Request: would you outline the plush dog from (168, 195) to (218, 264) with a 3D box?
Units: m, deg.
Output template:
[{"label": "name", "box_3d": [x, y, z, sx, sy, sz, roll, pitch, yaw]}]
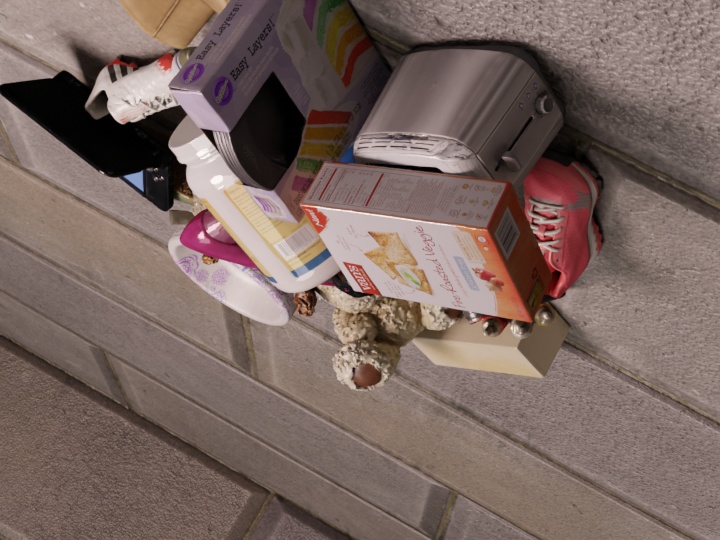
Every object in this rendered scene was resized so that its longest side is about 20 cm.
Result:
[{"label": "plush dog", "box_3d": [-0.131, -0.109, 1.515, 0.199, 0.161, 0.172, 30, 136, 5]}]

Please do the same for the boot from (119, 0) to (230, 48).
[{"label": "boot", "box_3d": [-0.152, -0.265, 1.310, 0.176, 0.066, 0.200, 50, 155, -11]}]

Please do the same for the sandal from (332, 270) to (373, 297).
[{"label": "sandal", "box_3d": [0.001, 0.000, 1.441, 0.075, 0.048, 0.200, 30, -170, -2]}]

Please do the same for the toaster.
[{"label": "toaster", "box_3d": [0.080, -0.128, 1.189, 0.199, 0.130, 0.114, 10, 149, 45]}]

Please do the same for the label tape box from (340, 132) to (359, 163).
[{"label": "label tape box", "box_3d": [0.056, -0.064, 1.332, 0.066, 0.144, 0.200, -24, 126, 31]}]

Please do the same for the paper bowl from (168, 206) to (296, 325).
[{"label": "paper bowl", "box_3d": [-0.158, -0.021, 1.789, 0.199, 0.105, 0.201, 27, 158, 11]}]

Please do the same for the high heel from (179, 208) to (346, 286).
[{"label": "high heel", "box_3d": [-0.106, -0.023, 1.474, 0.199, 0.068, 0.096, 31, 141, -34]}]

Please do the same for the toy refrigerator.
[{"label": "toy refrigerator", "box_3d": [0.159, 0.079, 1.610, 0.199, 0.076, 0.070, 2, 144, 51]}]

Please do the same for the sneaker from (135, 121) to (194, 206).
[{"label": "sneaker", "box_3d": [-0.250, -0.129, 1.736, 0.199, 0.067, 0.090, 31, 160, 20]}]

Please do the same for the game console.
[{"label": "game console", "box_3d": [-0.343, -0.152, 1.630, 0.199, 0.116, 0.177, 37, 149, 16]}]

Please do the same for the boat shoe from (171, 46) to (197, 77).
[{"label": "boat shoe", "box_3d": [-0.109, -0.202, 1.398, 0.198, 0.072, 0.062, 23, 141, 2]}]

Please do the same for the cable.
[{"label": "cable", "box_3d": [0.171, 0.044, 1.390, 0.096, 0.051, 0.200, -14, 178, 17]}]

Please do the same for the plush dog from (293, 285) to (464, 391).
[{"label": "plush dog", "box_3d": [0.012, 0.019, 1.597, 0.172, 0.199, 0.161, 49, -175, -20]}]

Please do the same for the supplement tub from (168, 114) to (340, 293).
[{"label": "supplement tub", "box_3d": [-0.089, -0.093, 1.336, 0.200, 0.145, 0.144, 50, 153, -23]}]

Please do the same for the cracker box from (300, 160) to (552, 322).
[{"label": "cracker box", "box_3d": [0.059, -0.027, 1.167, 0.198, 0.058, 0.134, 10, 148, 34]}]

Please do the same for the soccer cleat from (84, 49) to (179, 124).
[{"label": "soccer cleat", "box_3d": [-0.255, -0.211, 1.533, 0.199, 0.086, 0.069, 10, 150, 45]}]

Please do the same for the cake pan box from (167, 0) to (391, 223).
[{"label": "cake pan box", "box_3d": [-0.070, -0.172, 1.204, 0.052, 0.201, 0.185, 11, 149, 42]}]

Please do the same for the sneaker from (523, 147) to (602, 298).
[{"label": "sneaker", "box_3d": [0.194, -0.042, 1.279, 0.073, 0.087, 0.201, 18, 155, 29]}]

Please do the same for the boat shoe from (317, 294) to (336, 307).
[{"label": "boat shoe", "box_3d": [-0.039, 0.010, 1.712, 0.068, 0.072, 0.200, -23, 125, 40]}]
